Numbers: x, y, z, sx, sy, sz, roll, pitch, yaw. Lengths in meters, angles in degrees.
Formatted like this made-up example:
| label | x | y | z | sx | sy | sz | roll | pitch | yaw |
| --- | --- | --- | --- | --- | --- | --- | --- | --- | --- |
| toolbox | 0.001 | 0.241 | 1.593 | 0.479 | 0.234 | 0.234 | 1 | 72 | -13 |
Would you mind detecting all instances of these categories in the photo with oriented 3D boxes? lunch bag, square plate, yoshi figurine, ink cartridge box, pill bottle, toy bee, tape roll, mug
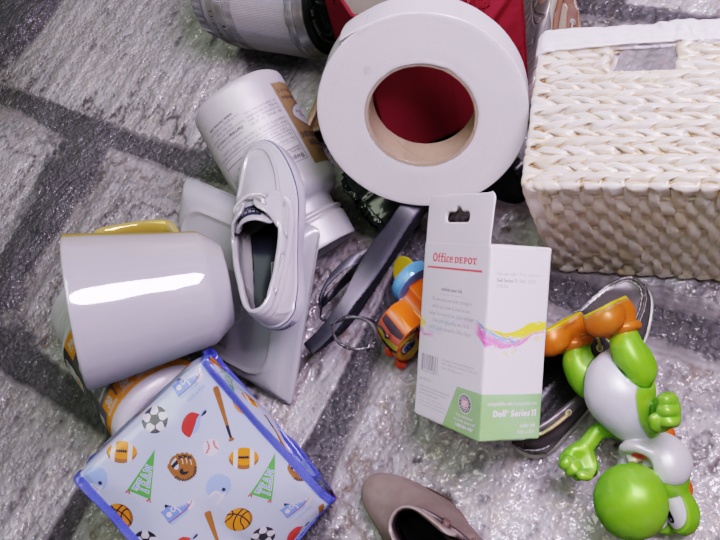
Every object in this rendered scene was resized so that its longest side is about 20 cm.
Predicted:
| label | x | y | z | sx | sy | sz | roll | pitch | yaw |
| --- | --- | --- | --- | --- | --- | --- | --- | --- | --- |
| lunch bag | -0.144 | 0.207 | 0.795 | 0.170 | 0.124 | 0.200 | -43 | 95 | -4 |
| square plate | -0.140 | 0.022 | 0.888 | 0.198 | 0.028 | 0.202 | 22 | 111 | 31 |
| yoshi figurine | 0.214 | 0.134 | 0.673 | 0.110 | 0.112 | 0.203 | -24 | 85 | 4 |
| ink cartridge box | 0.107 | 0.036 | 0.718 | 0.117 | 0.066 | 0.205 | -172 | 85 | -65 |
| pill bottle | -0.265 | 0.099 | 0.915 | 0.116 | 0.117 | 0.200 | -45 | 57 | -4 |
| pill bottle | -0.091 | -0.109 | 0.912 | 0.113 | 0.114 | 0.202 | -30 | 87 | 5 |
| toy bee | 0.055 | 0.043 | 0.830 | 0.196 | 0.110 | 0.133 | -9 | 53 | -12 |
| tape roll | 0.057 | -0.152 | 0.754 | 0.199 | 0.205 | 0.037 | -8 | 39 | 18 |
| mug | -0.212 | 0.010 | 0.813 | 0.150 | 0.150 | 0.190 | -11 | 71 | -15 |

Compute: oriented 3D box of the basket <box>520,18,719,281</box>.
| label | x | y | z | sx | sy | sz | roll | pitch | yaw |
| --- | --- | --- | --- | --- | --- | --- | --- | --- | --- |
| basket | 0.262 | -0.104 | 0.748 | 0.195 | 0.200 | 0.164 | 4 | 68 | 24 |

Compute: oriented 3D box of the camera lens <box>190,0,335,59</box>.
| label | x | y | z | sx | sy | sz | roll | pitch | yaw |
| --- | --- | --- | --- | --- | --- | --- | --- | --- | --- |
| camera lens | -0.103 | -0.367 | 1.058 | 0.197 | 0.160 | 0.162 | 16 | 71 | 29 |

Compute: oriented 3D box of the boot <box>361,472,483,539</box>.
| label | x | y | z | sx | sy | sz | roll | pitch | yaw |
| --- | --- | --- | --- | --- | --- | --- | --- | --- | --- |
| boot | 0.055 | 0.226 | 0.697 | 0.198 | 0.146 | 0.071 | 29 | 79 | 32 |

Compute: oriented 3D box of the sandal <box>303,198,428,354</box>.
| label | x | y | z | sx | sy | sz | roll | pitch | yaw |
| --- | --- | --- | --- | --- | --- | --- | --- | --- | --- |
| sandal | 0.000 | 0.000 | 0.861 | 0.043 | 0.076 | 0.202 | 35 | 95 | 9 |

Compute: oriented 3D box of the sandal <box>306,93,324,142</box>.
| label | x | y | z | sx | sy | sz | roll | pitch | yaw |
| --- | --- | --- | --- | --- | --- | --- | --- | --- | --- |
| sandal | -0.035 | -0.173 | 0.997 | 0.069 | 0.078 | 0.213 | 37 | 89 | 9 |

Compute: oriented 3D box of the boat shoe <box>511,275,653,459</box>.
| label | x | y | z | sx | sy | sz | roll | pitch | yaw |
| --- | --- | --- | --- | --- | --- | --- | --- | --- | --- |
| boat shoe | 0.206 | 0.084 | 0.757 | 0.071 | 0.061 | 0.202 | 33 | 81 | 32 |

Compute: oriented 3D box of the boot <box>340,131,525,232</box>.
| label | x | y | z | sx | sy | sz | roll | pitch | yaw |
| --- | --- | --- | --- | --- | --- | --- | --- | --- | --- |
| boot | 0.078 | -0.098 | 0.898 | 0.162 | 0.073 | 0.199 | -42 | 57 | 1 |

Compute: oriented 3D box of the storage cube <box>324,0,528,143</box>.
| label | x | y | z | sx | sy | sz | roll | pitch | yaw |
| --- | --- | --- | --- | --- | --- | --- | --- | --- | --- |
| storage cube | 0.062 | -0.258 | 0.847 | 0.168 | 0.181 | 0.202 | -22 | 49 | -2 |

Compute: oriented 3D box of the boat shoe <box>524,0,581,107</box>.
| label | x | y | z | sx | sy | sz | roll | pitch | yaw |
| --- | --- | --- | --- | --- | --- | --- | --- | --- | --- |
| boat shoe | 0.218 | -0.262 | 0.926 | 0.075 | 0.071 | 0.204 | -18 | 55 | 66 |

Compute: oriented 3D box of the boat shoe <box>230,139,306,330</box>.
| label | x | y | z | sx | sy | sz | roll | pitch | yaw |
| --- | --- | --- | --- | --- | --- | --- | --- | --- | --- |
| boat shoe | -0.093 | -0.045 | 0.795 | 0.072 | 0.065 | 0.204 | -19 | 66 | 17 |
